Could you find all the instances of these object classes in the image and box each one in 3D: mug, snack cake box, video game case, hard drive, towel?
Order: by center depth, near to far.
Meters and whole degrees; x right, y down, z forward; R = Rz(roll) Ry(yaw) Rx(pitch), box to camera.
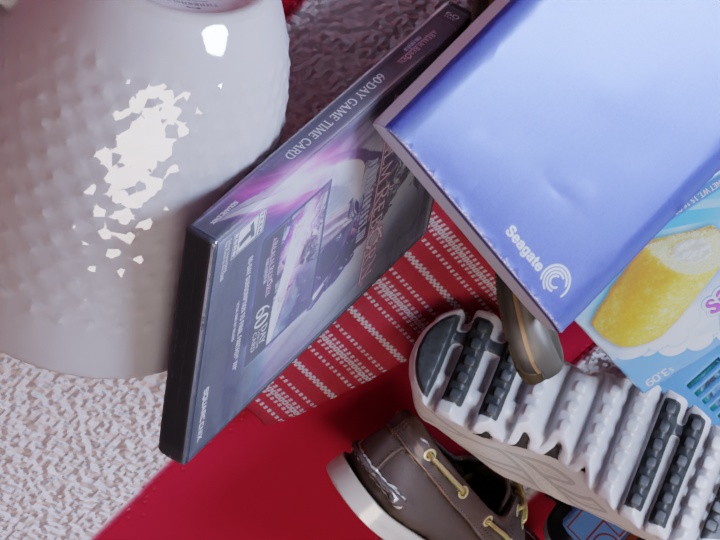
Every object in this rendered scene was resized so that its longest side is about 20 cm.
[{"bbox_3d":[-0.130,-0.071,1.186,0.200,0.148,0.176,12,126,-15],"label":"mug"},{"bbox_3d":[0.117,-0.088,1.223,0.200,0.025,0.132,-45,115,-8],"label":"hard drive"},{"bbox_3d":[-0.020,-0.018,1.231,0.200,0.019,0.143,-43,155,-39],"label":"video game case"},{"bbox_3d":[0.187,-0.039,1.347,0.200,0.067,0.115,-34,135,12],"label":"snack cake box"},{"bbox_3d":[0.000,0.000,1.388,0.200,0.023,0.145,-28,137,16],"label":"towel"}]

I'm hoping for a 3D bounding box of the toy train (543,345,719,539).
[{"bbox_3d":[0.172,0.127,1.501,0.087,0.114,0.200,-34,165,-41],"label":"toy train"}]

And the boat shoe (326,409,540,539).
[{"bbox_3d":[0.059,0.133,1.517,0.060,0.072,0.200,-43,139,10],"label":"boat shoe"}]

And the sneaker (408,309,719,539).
[{"bbox_3d":[0.114,0.090,1.417,0.200,0.075,0.081,29,157,3],"label":"sneaker"}]

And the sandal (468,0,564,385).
[{"bbox_3d":[0.084,-0.047,1.263,0.054,0.082,0.200,-6,96,11],"label":"sandal"}]
